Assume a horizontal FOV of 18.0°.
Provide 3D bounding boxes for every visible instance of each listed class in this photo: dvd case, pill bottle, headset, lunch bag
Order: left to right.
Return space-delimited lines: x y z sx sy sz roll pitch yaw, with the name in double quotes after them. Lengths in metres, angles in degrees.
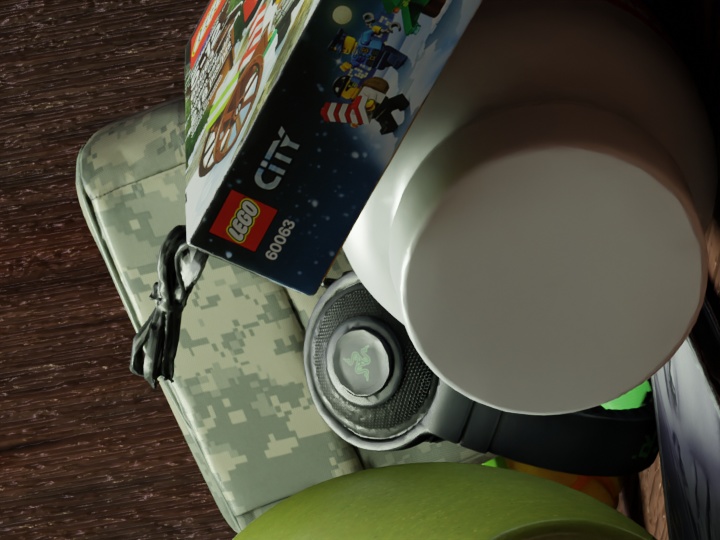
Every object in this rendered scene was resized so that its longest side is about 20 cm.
0.000 0.000 0.955 0.139 0.168 0.200 -44 -68 -75 "lunch bag"
0.015 0.036 0.844 0.124 0.200 0.094 -42 -27 -72 "headset"
0.044 -0.043 0.675 0.200 0.112 0.112 -101 0 -61 "pill bottle"
0.115 0.089 0.706 0.200 0.016 0.149 -98 -2 -62 "dvd case"

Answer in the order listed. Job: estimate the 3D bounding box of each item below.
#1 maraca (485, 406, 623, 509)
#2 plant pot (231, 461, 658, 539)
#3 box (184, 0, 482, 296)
0.076 0.105 1.078 0.137 0.107 0.200 4 -109 -75 "maraca"
0.039 0.137 0.714 0.200 0.187 0.187 127 135 -71 "plant pot"
0.013 -0.109 0.593 0.200 0.038 0.137 -60 17 21 "box"
